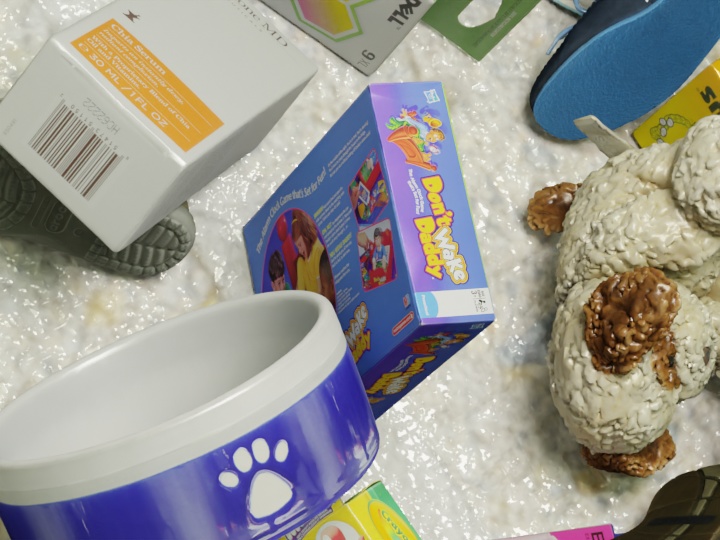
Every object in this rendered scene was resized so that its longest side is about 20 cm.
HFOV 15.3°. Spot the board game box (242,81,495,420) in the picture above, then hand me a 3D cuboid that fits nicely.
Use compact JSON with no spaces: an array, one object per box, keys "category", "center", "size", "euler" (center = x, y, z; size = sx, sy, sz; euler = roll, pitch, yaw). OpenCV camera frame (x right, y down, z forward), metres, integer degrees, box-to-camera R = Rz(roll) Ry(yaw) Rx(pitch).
[{"category":"board game box","center":[0.000,0.000,1.456],"size":[0.044,0.200,0.135],"euler":[-3,71,-24]}]

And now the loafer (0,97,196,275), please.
[{"category":"loafer","center":[-0.185,-0.060,1.486],"size":[0.199,0.075,0.070],"euler":[24,38,-23]}]

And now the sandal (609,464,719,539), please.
[{"category":"sandal","center":[0.175,0.170,1.511],"size":[0.200,0.081,0.055],"euler":[-39,118,-53]}]

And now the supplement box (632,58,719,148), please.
[{"category":"supplement box","center":[0.291,-0.099,1.674],"size":[0.199,0.110,0.109],"euler":[-28,81,-29]}]

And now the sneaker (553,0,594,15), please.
[{"category":"sneaker","center":[0.125,-0.242,1.680],"size":[0.076,0.081,0.200],"euler":[-38,88,-32]}]

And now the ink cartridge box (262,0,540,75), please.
[{"category":"ink cartridge box","center":[-0.001,-0.182,1.587],"size":[0.199,0.104,0.059],"euler":[35,60,-7]}]

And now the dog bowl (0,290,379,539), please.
[{"category":"dog bowl","center":[-0.093,0.087,1.375],"size":[0.200,0.200,0.079],"euler":[-30,106,-30]}]

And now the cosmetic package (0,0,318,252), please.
[{"category":"cosmetic package","center":[-0.111,-0.096,1.469],"size":[0.101,0.071,0.200],"euler":[43,27,1]}]

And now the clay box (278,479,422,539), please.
[{"category":"clay box","center":[0.005,0.204,1.421],"size":[0.201,0.115,0.048],"euler":[56,31,6]}]

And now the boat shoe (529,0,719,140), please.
[{"category":"boat shoe","center":[0.185,-0.159,1.634],"size":[0.084,0.200,0.069],"euler":[42,18,-34]}]

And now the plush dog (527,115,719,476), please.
[{"category":"plush dog","center":[0.157,0.023,1.544],"size":[0.159,0.201,0.172],"euler":[7,51,16]}]

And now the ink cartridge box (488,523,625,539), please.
[{"category":"ink cartridge box","center":[0.100,0.199,1.515],"size":[0.199,0.037,0.095],"euler":[-4,71,-27]}]
